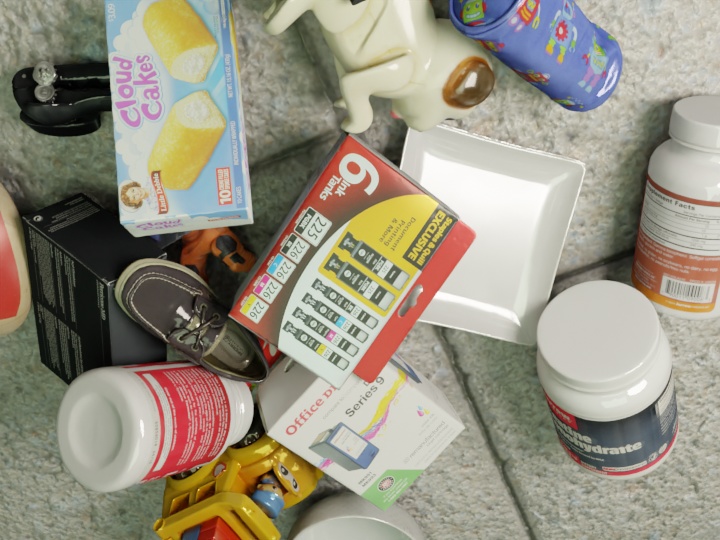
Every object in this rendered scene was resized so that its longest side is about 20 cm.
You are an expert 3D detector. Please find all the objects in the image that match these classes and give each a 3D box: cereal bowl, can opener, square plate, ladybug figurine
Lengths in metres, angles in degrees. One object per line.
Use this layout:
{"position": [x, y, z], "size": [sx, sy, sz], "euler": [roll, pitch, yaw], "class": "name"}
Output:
{"position": [-0.005, 0.372, 1.085], "size": [0.195, 0.084, 0.204], "euler": [1, 121, 1], "class": "cereal bowl"}
{"position": [-0.243, -0.178, 0.791], "size": [0.195, 0.079, 0.065], "euler": [-7, 82, 2], "class": "can opener"}
{"position": [0.118, -0.037, 0.842], "size": [0.194, 0.028, 0.204], "euler": [12, 101, -11], "class": "square plate"}
{"position": [-0.414, -0.015, 0.854], "size": [0.133, 0.072, 0.204], "euler": [14, 117, 22], "class": "ladybug figurine"}

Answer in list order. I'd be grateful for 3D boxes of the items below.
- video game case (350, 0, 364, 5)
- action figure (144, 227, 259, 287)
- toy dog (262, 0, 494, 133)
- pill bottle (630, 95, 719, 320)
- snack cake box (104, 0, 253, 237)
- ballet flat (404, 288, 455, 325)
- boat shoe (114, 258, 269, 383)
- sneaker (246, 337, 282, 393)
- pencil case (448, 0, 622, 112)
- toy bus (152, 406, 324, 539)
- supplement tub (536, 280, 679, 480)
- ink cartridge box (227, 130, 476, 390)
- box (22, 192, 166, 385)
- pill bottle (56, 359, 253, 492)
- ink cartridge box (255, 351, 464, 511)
{"position": [0.034, -0.339, 0.627], "size": [0.178, 0.025, 0.203], "euler": [-25, 98, -10], "class": "video game case"}
{"position": [-0.192, -0.042, 0.863], "size": [0.198, 0.105, 0.196], "euler": [-10, 118, 42], "class": "action figure"}
{"position": [0.032, -0.215, 0.727], "size": [0.199, 0.140, 0.194], "euler": [40, 95, -22], "class": "toy dog"}
{"position": [0.339, -0.063, 0.806], "size": [0.109, 0.113, 0.204], "euler": [-1, 120, 2], "class": "pill bottle"}
{"position": [-0.163, -0.141, 0.730], "size": [0.112, 0.067, 0.205], "euler": [-6, 83, -4], "class": "snack cake box"}
{"position": [0.026, 0.008, 0.881], "size": [0.196, 0.066, 0.071], "euler": [17, 124, -8], "class": "ballet flat"}
{"position": [-0.157, 0.056, 0.804], "size": [0.072, 0.064, 0.200], "euler": [-52, 137, -7], "class": "boat shoe"}
{"position": [-0.141, 0.128, 0.941], "size": [0.076, 0.086, 0.201], "euler": [24, 121, -23], "class": "sneaker"}
{"position": [0.156, -0.208, 0.695], "size": [0.198, 0.077, 0.089], "euler": [17, 92, -49], "class": "pencil case"}
{"position": [-0.150, 0.287, 0.977], "size": [0.197, 0.193, 0.137], "euler": [-27, 116, 14], "class": "toy bus"}
{"position": [0.268, 0.122, 0.876], "size": [0.138, 0.142, 0.201], "euler": [-17, 135, 11], "class": "supplement tub"}
{"position": [0.000, 0.000, 0.778], "size": [0.174, 0.084, 0.202], "euler": [34, 99, -10], "class": "ink cartridge box"}
{"position": [-0.277, 0.044, 0.855], "size": [0.140, 0.078, 0.203], "euler": [33, 133, 27], "class": "box"}
{"position": [-0.198, 0.150, 0.819], "size": [0.110, 0.199, 0.115], "euler": [-1, 87, 26], "class": "pill bottle"}
{"position": [0.000, 0.161, 0.926], "size": [0.145, 0.088, 0.199], "euler": [-45, 118, 7], "class": "ink cartridge box"}
